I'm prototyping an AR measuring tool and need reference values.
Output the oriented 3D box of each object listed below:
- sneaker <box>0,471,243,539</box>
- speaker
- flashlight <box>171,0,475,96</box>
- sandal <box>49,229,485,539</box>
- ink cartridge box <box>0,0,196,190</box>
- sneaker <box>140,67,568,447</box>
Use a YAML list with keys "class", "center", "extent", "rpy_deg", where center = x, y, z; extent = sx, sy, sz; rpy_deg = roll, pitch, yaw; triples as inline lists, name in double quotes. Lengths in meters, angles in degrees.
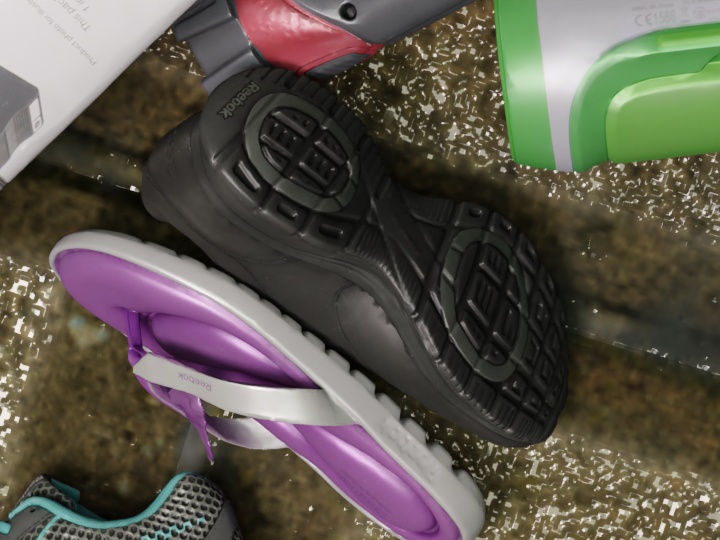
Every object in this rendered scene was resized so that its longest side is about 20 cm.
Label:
- class: "sneaker"
  center: [-0.134, 0.130, 1.107]
  extent: [0.198, 0.078, 0.092]
  rpy_deg: [-9, 83, 3]
- class: "speaker"
  center: [0.152, -0.087, 1.031]
  extent: [0.198, 0.088, 0.089]
  rpy_deg: [-6, 99, 6]
- class: "flashlight"
  center: [0.022, -0.125, 1.012]
  extent: [0.199, 0.068, 0.068]
  rpy_deg: [-27, 122, 31]
- class: "sandal"
  center: [-0.040, 0.053, 1.068]
  extent: [0.202, 0.082, 0.050]
  rpy_deg: [34, 61, -3]
- class: "ink cartridge box"
  center: [-0.139, -0.088, 1.009]
  extent: [0.200, 0.145, 0.084]
  rpy_deg: [-42, 103, 18]
- class: "sneaker"
  center: [0.000, 0.000, 1.069]
  extent: [0.200, 0.091, 0.076]
  rpy_deg: [42, 56, -20]
